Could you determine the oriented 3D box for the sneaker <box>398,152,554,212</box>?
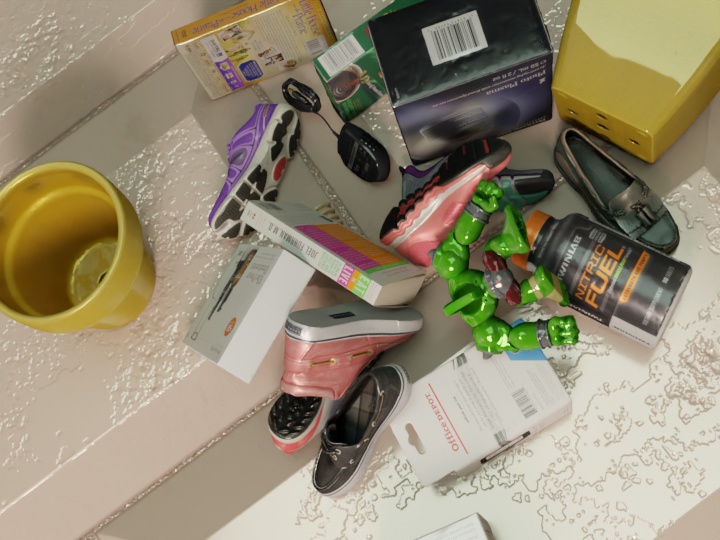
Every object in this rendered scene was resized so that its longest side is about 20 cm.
[{"bbox_3d":[0.143,-0.120,1.279,0.196,0.075,0.089,-11,67,9],"label":"sneaker"}]

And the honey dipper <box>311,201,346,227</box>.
[{"bbox_3d":[0.000,0.000,1.294,0.038,0.038,0.201,-35,74,0],"label":"honey dipper"}]

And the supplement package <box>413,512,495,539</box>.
[{"bbox_3d":[0.105,0.390,1.093,0.150,0.151,0.203,-24,71,3],"label":"supplement package"}]

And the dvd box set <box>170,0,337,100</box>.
[{"bbox_3d":[-0.136,-0.307,1.352,0.197,0.146,0.030,-21,68,6],"label":"dvd box set"}]

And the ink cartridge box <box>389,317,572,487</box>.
[{"bbox_3d":[0.137,0.162,1.197,0.198,0.068,0.117,-31,68,1],"label":"ink cartridge box"}]

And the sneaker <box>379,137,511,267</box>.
[{"bbox_3d":[0.116,-0.080,1.219,0.087,0.074,0.199,41,118,-18],"label":"sneaker"}]

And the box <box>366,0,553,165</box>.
[{"bbox_3d":[0.130,-0.243,1.249,0.197,0.198,0.125,-18,74,6],"label":"box"}]

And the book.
[{"bbox_3d":[-0.032,-0.025,1.217,0.198,0.133,0.049,33,104,21],"label":"book"}]

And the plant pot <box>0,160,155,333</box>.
[{"bbox_3d":[-0.353,-0.010,1.287,0.197,0.189,0.205,-3,73,11],"label":"plant pot"}]

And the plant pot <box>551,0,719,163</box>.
[{"bbox_3d":[0.333,-0.250,1.221,0.198,0.200,0.178,30,90,18],"label":"plant pot"}]

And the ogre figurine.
[{"bbox_3d":[0.154,0.011,1.152,0.119,0.098,0.201,-31,103,23],"label":"ogre figurine"}]

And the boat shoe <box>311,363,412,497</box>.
[{"bbox_3d":[-0.013,0.189,1.178,0.201,0.066,0.070,-54,53,28],"label":"boat shoe"}]

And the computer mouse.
[{"bbox_3d":[-0.030,-0.190,1.342,0.034,0.059,0.200,-35,73,-32],"label":"computer mouse"}]

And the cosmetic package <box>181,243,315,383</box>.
[{"bbox_3d":[-0.141,0.046,1.229,0.051,0.199,0.153,31,81,-20],"label":"cosmetic package"}]

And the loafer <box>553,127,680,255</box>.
[{"bbox_3d":[0.310,-0.097,1.240,0.072,0.063,0.200,-42,70,-2],"label":"loafer"}]

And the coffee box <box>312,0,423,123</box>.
[{"bbox_3d":[0.038,-0.289,1.323,0.199,0.123,0.044,-36,69,-2],"label":"coffee box"}]

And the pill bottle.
[{"bbox_3d":[0.279,0.001,1.196,0.198,0.106,0.107,27,81,18],"label":"pill bottle"}]

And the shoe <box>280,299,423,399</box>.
[{"bbox_3d":[-0.011,0.093,1.198,0.071,0.198,0.093,27,114,44],"label":"shoe"}]

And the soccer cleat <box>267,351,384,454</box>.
[{"bbox_3d":[-0.039,0.141,1.247,0.068,0.074,0.200,34,64,19],"label":"soccer cleat"}]

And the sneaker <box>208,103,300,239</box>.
[{"bbox_3d":[-0.150,-0.134,1.354,0.082,0.081,0.202,15,70,32],"label":"sneaker"}]
